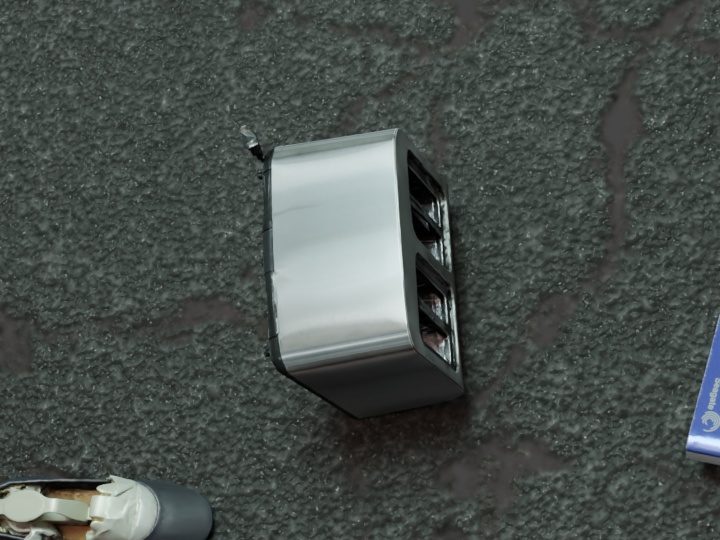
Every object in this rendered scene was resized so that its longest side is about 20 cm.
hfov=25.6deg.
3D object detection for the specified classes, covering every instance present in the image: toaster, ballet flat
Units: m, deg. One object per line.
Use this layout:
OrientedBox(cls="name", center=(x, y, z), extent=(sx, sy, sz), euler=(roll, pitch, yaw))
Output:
OrientedBox(cls="toaster", center=(0.000, 0.000, 1.205), extent=(0.118, 0.200, 0.182), euler=(-11, 69, 17))
OrientedBox(cls="ballet flat", center=(-0.219, 0.197, 1.274), extent=(0.198, 0.073, 0.074), euler=(1, 73, 17))

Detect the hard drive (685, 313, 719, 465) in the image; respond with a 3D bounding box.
OrientedBox(cls="hard drive", center=(0.348, 0.092, 1.142), extent=(0.198, 0.025, 0.133), euler=(9, 62, 24))
